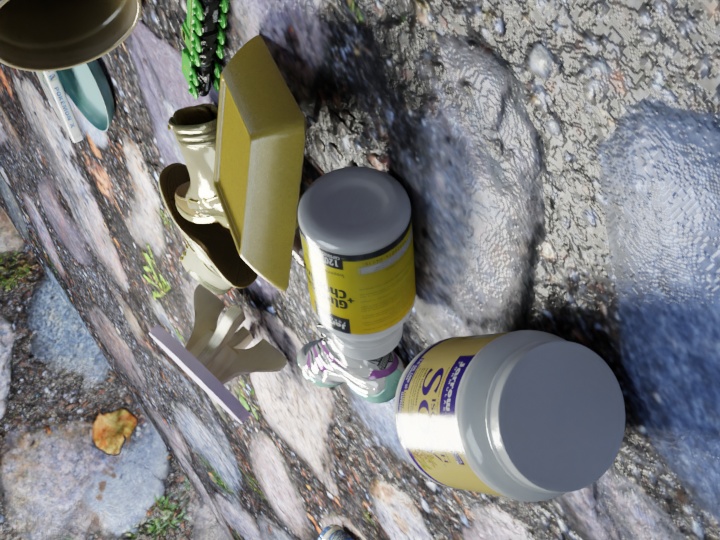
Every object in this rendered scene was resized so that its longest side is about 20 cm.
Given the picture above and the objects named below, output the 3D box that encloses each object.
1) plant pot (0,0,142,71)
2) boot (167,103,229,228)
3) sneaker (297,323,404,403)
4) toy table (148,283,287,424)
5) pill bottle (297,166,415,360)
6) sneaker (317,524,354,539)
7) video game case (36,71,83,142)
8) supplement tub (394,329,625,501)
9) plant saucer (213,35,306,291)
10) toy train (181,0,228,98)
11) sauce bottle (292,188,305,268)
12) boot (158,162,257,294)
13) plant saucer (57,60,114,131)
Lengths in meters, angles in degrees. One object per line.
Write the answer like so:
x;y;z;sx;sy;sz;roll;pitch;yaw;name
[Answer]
-0.391;-0.377;1.436;0.200;0.198;0.175;116;134;-66;plant pot
-0.203;-0.137;1.481;0.199;0.073;0.157;18;137;56;boot
-0.027;0.073;1.404;0.199;0.078;0.141;8;127;51;sneaker
-0.213;0.123;1.765;0.200;0.117;0.184;43;168;0;toy table
0.000;0.000;1.177;0.112;0.112;0.201;42;154;33;pill bottle
-0.008;0.538;2.001;0.085;0.077;0.201;2;123;60;sneaker
-0.528;-0.334;1.935;0.200;0.022;0.183;51;162;46;video game case
0.129;0.128;1.031;0.146;0.145;0.200;59;159;-6;supplement tub
-0.112;-0.112;1.195;0.201;0.048;0.202;-116;29;-50;plant saucer
-0.179;-0.264;1.302;0.057;0.041;0.200;62;161;17;toy train
-0.066;-0.045;1.321;0.200;0.064;0.065;49;158;24;sauce bottle
-0.234;-0.054;1.667;0.201;0.072;0.154;54;160;-7;boot
-0.441;-0.314;1.815;0.200;0.027;0.201;46;157;26;plant saucer
